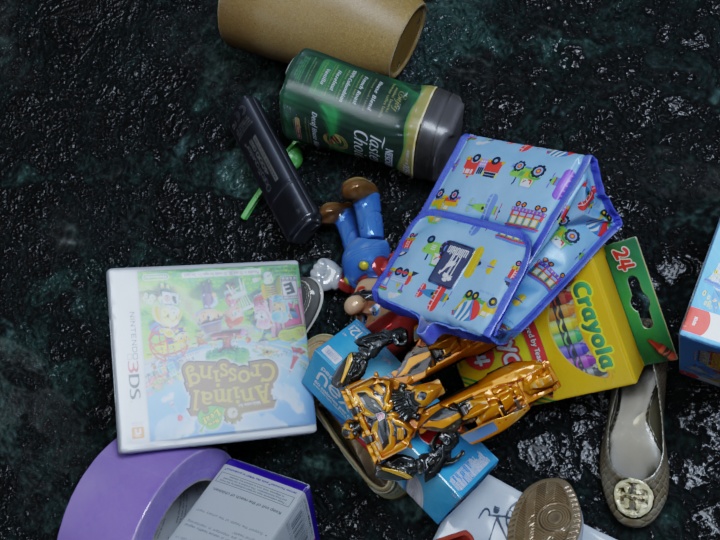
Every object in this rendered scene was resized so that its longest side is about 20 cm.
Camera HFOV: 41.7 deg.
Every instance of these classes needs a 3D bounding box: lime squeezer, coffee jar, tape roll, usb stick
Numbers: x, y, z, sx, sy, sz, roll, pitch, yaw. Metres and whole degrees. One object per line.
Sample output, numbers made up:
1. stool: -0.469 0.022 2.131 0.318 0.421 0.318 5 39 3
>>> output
1. lime squeezer: -0.062 -0.127 1.123 0.199 0.038 0.071 -20 101 14
2. coffee jar: 0.015 -0.168 1.042 0.199 0.104 0.086 18 63 11
3. tape roll: -0.212 0.267 0.969 0.085 0.200 0.201 14 80 24
4. usb stick: -0.101 -0.118 1.092 0.055 0.032 0.201 -49 57 34

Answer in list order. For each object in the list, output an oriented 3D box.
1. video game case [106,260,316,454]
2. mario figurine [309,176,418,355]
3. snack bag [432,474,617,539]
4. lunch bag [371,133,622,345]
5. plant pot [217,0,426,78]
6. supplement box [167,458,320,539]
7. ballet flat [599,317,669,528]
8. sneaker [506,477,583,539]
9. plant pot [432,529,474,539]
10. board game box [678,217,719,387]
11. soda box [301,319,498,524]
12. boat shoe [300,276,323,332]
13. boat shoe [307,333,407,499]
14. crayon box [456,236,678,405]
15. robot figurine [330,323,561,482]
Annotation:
1. video game case: -0.150 0.083 0.960 0.199 0.022 0.183 -3 77 -21
2. mario figurine: 0.000 0.000 1.011 0.105 0.124 0.201 -16 64 -6
3. snack bag: 0.146 0.315 0.920 0.199 0.021 0.189 23 83 28
4. lunch bag: 0.111 -0.013 0.848 0.150 0.094 0.200 19 64 45
5. plant pot: -0.031 -0.305 1.093 0.199 0.186 0.187 27 85 9
6. supplement box: -0.134 0.301 0.930 0.103 0.102 0.200 13 41 23
7. ballet flat: 0.266 0.143 0.908 0.067 0.046 0.201 5 77 22
8. sneaker: 0.184 0.298 0.866 0.070 0.109 0.201 -15 37 20
9. plant pot: 0.006 0.368 0.856 0.176 0.199 0.201 -27 71 36
10. board game box: 0.341 -0.006 0.839 0.056 0.200 0.197 19 83 22
11. soda box: 0.036 0.148 0.936 0.200 0.068 0.064 45 53 15
12. boat shoe: -0.126 0.073 1.046 0.200 0.057 0.067 -37 66 23
13. boat shoe: -0.007 0.147 1.001 0.073 0.063 0.200 -39 66 7
14. crayon box: 0.182 0.056 0.900 0.199 0.051 0.128 -19 96 30
15. robot figurine: 0.071 0.105 0.862 0.199 0.058 0.146 -27 82 2
